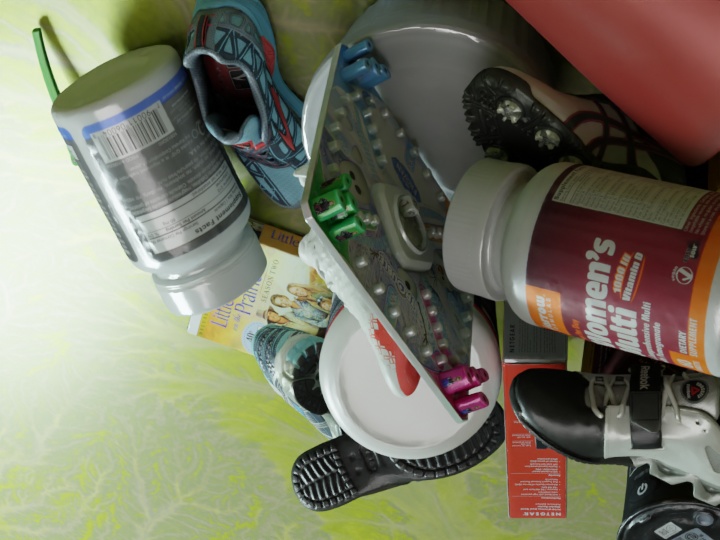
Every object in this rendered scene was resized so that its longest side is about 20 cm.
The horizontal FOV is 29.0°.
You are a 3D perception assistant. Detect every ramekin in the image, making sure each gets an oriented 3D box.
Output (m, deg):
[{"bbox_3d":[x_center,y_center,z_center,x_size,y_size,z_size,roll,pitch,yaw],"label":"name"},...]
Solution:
[{"bbox_3d":[0.060,-0.123,1.059,0.200,0.095,0.204,8,132,8],"label":"ramekin"}]

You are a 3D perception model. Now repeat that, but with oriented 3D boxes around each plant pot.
[{"bbox_3d":[0.196,-0.197,0.900,0.176,0.201,0.201,31,133,-1],"label":"plant pot"}]

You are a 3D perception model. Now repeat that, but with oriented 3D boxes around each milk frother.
[{"bbox_3d":[0.330,0.183,1.193,0.179,0.189,0.200,-20,124,31],"label":"milk frother"}]

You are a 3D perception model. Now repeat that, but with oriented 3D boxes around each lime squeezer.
[{"bbox_3d":[-0.224,-0.113,1.187,0.070,0.038,0.200,-30,117,35],"label":"lime squeezer"}]

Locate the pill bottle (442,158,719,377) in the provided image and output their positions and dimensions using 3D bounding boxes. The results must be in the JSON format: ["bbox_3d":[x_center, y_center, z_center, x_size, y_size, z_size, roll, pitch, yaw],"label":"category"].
[{"bbox_3d":[0.159,-0.008,0.890,0.198,0.110,0.110,15,137,31],"label":"pill bottle"}]

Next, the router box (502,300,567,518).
[{"bbox_3d":[0.143,0.067,1.131,0.048,0.201,0.181,-1,131,7],"label":"router box"}]

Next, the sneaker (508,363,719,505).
[{"bbox_3d":[0.203,0.094,0.961,0.198,0.075,0.089,17,134,-10],"label":"sneaker"}]

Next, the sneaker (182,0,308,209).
[{"bbox_3d":[-0.093,-0.118,1.105,0.078,0.096,0.201,-9,128,23],"label":"sneaker"}]

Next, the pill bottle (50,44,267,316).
[{"bbox_3d":[-0.158,-0.070,1.138,0.113,0.114,0.201,-12,119,25],"label":"pill bottle"}]

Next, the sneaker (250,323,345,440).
[{"bbox_3d":[-0.032,0.105,1.278,0.086,0.078,0.200,29,164,39],"label":"sneaker"}]

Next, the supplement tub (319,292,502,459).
[{"bbox_3d":[0.042,0.050,1.124,0.138,0.200,0.142,1,108,3],"label":"supplement tub"}]

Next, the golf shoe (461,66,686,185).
[{"bbox_3d":[0.151,-0.094,0.969,0.199,0.089,0.077,33,154,-30],"label":"golf shoe"}]

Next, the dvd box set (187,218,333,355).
[{"bbox_3d":[-0.051,0.034,1.275,0.198,0.030,0.147,20,133,-3],"label":"dvd box set"}]

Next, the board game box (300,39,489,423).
[{"bbox_3d":[0.034,-0.032,0.945,0.026,0.201,0.201,-22,123,23],"label":"board game box"}]

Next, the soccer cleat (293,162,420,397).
[{"bbox_3d":[0.000,0.000,0.994,0.084,0.202,0.069,-15,156,11],"label":"soccer cleat"}]

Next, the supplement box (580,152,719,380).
[{"bbox_3d":[0.274,0.010,1.046,0.132,0.198,0.201,25,132,-7],"label":"supplement box"}]

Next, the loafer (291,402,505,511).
[{"bbox_3d":[0.035,0.152,1.224,0.198,0.071,0.074,-18,86,14],"label":"loafer"}]
